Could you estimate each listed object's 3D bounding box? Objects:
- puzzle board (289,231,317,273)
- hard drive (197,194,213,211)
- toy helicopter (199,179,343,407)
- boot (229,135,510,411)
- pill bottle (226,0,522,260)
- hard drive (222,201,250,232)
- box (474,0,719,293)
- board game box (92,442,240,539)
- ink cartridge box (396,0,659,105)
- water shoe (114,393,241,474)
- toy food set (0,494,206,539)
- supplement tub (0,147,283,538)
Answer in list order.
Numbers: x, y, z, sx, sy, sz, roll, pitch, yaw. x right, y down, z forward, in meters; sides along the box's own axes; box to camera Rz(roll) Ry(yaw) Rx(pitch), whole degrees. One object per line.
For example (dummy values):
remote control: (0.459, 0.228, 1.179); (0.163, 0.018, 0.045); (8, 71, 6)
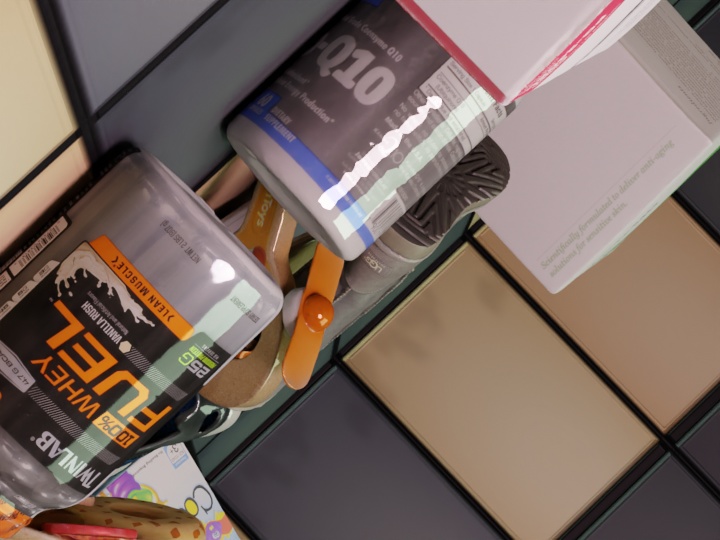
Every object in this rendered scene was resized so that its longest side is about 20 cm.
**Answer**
puzzle board: (-0.038, -0.002, 1.954); (0.151, 0.017, 0.200); (-26, 169, -27)
hard drive: (-0.170, 0.018, 1.655); (0.132, 0.026, 0.200); (-45, 175, 19)
toy helicopter: (-0.058, -0.007, 1.734); (0.079, 0.132, 0.200); (7, 104, -48)
boot: (-0.001, -0.002, 1.834); (0.200, 0.073, 0.182); (-51, 173, 38)
pill bottle: (0.027, -0.112, 1.654); (0.200, 0.114, 0.114); (-44, 175, -6)
hard drive: (-0.120, 0.010, 1.907); (0.132, 0.026, 0.200); (-47, 174, 34)
box: (0.183, -0.129, 2.269); (0.199, 0.200, 0.171); (-45, 173, 25)
board game box: (-0.207, 0.202, 2.073); (0.200, 0.103, 0.105); (-16, -162, 46)
ink cartridge box: (0.074, -0.170, 1.345); (0.083, 0.145, 0.200); (-47, 174, 21)
water shoe: (-0.179, 0.104, 1.941); (0.200, 0.072, 0.079); (-23, 170, 30)
toy food set: (-0.198, 0.160, 1.779); (0.198, 0.200, 0.049); (77, 32, -88)
supplement tub: (-0.149, 0.041, 1.463); (0.200, 0.123, 0.123); (-45, 175, 1)
